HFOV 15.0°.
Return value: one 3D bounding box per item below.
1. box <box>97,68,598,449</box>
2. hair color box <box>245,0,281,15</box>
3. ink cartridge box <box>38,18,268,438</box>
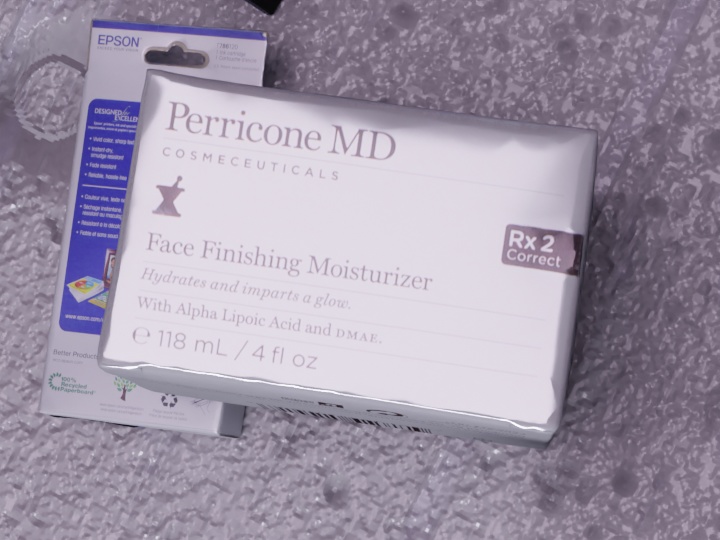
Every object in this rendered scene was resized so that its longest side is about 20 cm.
[{"bbox_3d":[0.000,0.000,1.222,0.198,0.200,0.131,8,85,4],"label":"box"},{"bbox_3d":[-0.027,-0.232,1.331,0.061,0.099,0.200,34,93,19],"label":"hair color box"},{"bbox_3d":[-0.096,-0.021,1.357,0.099,0.039,0.201,7,86,18],"label":"ink cartridge box"}]
